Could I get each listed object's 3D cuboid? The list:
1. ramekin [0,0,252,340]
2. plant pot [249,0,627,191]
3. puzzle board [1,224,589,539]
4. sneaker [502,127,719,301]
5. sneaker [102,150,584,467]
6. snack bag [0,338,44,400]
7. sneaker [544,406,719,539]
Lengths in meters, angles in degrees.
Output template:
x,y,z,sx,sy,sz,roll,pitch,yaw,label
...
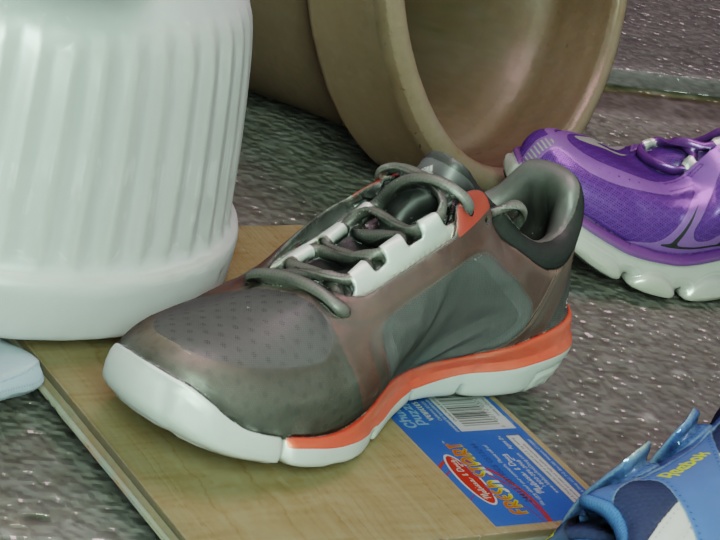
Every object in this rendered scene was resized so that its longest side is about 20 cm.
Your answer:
x,y,z,sx,sy,sz,roll,pitch,yaw,label
-0.128,-0.067,0.780,0.198,0.106,0.200,13,20,-5,ramekin
-0.006,-0.140,0.989,0.173,0.202,0.200,8,18,32,plant pot
-0.032,0.038,0.767,0.150,0.018,0.200,-1,29,-34,puzzle board
0.151,-0.039,0.951,0.198,0.084,0.081,5,29,-20,sneaker
0.000,0.000,0.745,0.077,0.083,0.199,29,26,30,sneaker
-0.215,0.018,0.697,0.199,0.022,0.188,26,27,25,snack bag
0.091,0.079,0.678,0.082,0.075,0.200,16,23,8,sneaker
